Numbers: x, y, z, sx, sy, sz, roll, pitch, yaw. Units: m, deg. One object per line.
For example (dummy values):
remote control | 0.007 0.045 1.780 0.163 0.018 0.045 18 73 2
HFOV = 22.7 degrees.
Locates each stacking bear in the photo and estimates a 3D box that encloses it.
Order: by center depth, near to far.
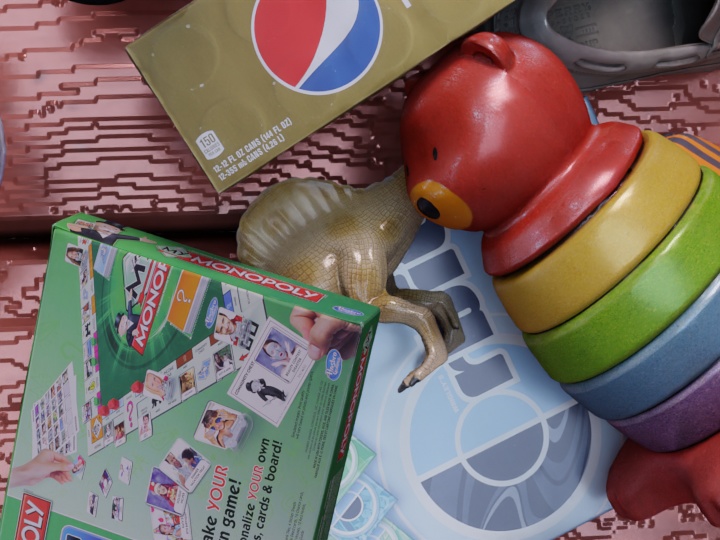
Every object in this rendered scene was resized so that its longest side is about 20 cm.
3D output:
stacking bear | 0.095 -0.008 0.714 0.200 0.121 0.114 46 72 -10

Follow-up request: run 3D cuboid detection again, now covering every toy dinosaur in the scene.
toy dinosaur | 0.000 0.000 0.742 0.200 0.058 0.101 -37 90 -6

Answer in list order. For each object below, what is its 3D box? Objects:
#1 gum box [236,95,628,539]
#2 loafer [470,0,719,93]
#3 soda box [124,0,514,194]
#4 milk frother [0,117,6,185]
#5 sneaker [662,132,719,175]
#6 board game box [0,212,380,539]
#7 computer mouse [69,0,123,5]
gum box | 0.044 0.042 0.797 0.199 0.045 0.171 -25 92 -5
loafer | 0.142 -0.119 0.780 0.199 0.070 0.070 -22 92 -24
soda box | 0.010 -0.112 0.698 0.199 0.064 0.068 -33 95 0
milk frother | -0.251 -0.033 0.682 0.199 0.188 0.182 10 54 -20
sneaker | 0.218 -0.005 0.775 0.200 0.112 0.078 38 53 -11
board game box | -0.078 0.091 0.733 0.134 0.029 0.201 18 108 13
computer mouse | -0.037 -0.159 0.706 0.199 0.034 0.059 -23 67 3
